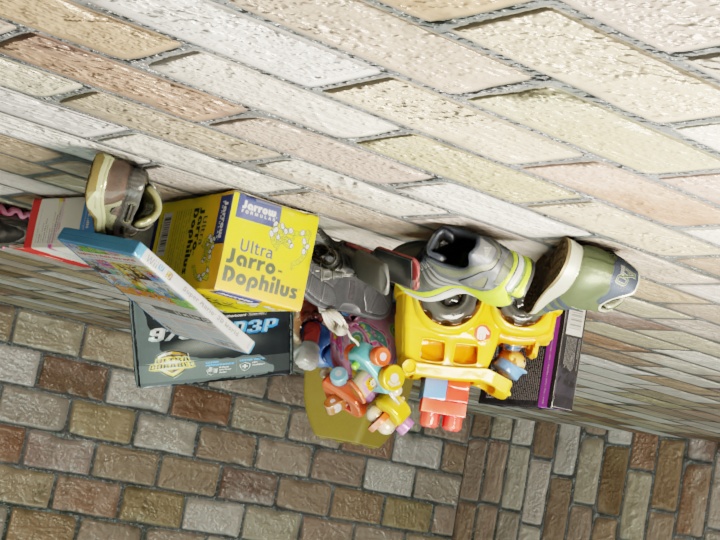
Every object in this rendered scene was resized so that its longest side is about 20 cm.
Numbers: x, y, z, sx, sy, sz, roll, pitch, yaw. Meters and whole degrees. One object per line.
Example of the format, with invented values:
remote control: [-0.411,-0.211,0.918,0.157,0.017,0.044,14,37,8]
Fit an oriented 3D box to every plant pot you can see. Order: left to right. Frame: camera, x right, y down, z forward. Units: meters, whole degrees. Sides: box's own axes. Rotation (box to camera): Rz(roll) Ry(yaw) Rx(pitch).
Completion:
plant pot: [-0.014,0.282,3.075,0.195,0.201,0.194,7,171,29]

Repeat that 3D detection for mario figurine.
mario figurine: [-0.071,0.109,1.919,0.200,0.106,0.124,47,149,24]

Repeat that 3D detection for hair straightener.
hair straightener: [-0.016,-0.014,1.493,0.077,0.041,0.200,-9,-159,-27]

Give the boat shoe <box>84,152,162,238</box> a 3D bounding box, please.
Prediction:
boat shoe: [-0.241,-0.067,1.457,0.066,0.072,0.201,17,167,3]

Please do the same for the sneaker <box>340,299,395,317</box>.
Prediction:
sneaker: [0.046,0.057,1.927,0.199,0.074,0.082,9,170,2]

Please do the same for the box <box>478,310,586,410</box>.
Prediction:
box: [0.217,0.104,1.777,0.036,0.144,0.200,13,172,-22]

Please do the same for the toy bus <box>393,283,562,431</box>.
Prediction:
toy bus: [0.134,0.097,1.658,0.199,0.193,0.136,6,170,-3]

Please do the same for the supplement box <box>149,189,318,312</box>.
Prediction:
supplement box: [-0.148,-0.017,1.547,0.108,0.110,0.200,15,170,-30]

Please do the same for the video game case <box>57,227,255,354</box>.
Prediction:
video game case: [-0.220,0.022,1.513,0.143,0.018,0.200,11,155,44]

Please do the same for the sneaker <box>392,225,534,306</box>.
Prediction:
sneaker: [0.090,-0.015,1.453,0.081,0.074,0.200,39,157,-32]

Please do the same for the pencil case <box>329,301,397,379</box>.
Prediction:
pencil case: [0.049,0.076,1.782,0.200,0.088,0.087,-17,-167,-42]

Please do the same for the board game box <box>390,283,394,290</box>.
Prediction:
board game box: [0.000,0.000,1.770,0.104,0.024,0.200,12,172,-2]

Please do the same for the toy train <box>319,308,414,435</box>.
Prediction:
toy train: [-0.010,0.138,1.657,0.150,0.056,0.200,33,154,24]

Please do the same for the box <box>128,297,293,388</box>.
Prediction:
box: [-0.182,0.063,1.716,0.199,0.160,0.046,-4,-145,-9]

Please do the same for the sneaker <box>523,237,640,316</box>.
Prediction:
sneaker: [0.229,0.019,1.440,0.089,0.067,0.200,16,168,-1]

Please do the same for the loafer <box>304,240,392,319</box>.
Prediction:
loafer: [-0.043,0.015,1.649,0.063,0.072,0.200,-1,162,40]

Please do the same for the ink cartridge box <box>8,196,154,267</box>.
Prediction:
ink cartridge box: [-0.335,-0.045,1.736,0.199,0.068,0.116,2,168,44]

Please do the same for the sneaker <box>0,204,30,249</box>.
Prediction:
sneaker: [-0.509,-0.047,1.866,0.199,0.096,0.079,15,169,-37]
